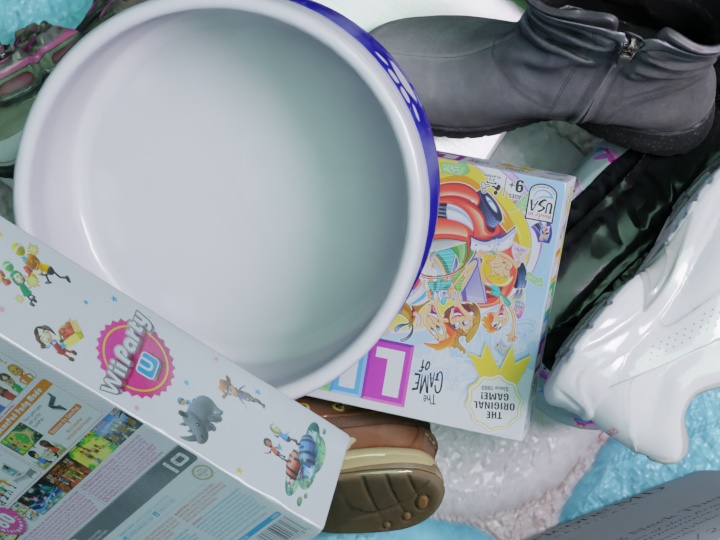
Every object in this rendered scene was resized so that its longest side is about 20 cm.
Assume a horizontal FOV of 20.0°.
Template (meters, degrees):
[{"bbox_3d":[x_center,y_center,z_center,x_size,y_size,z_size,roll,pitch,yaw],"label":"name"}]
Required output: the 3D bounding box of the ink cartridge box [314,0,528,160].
[{"bbox_3d":[0.003,-0.090,1.119,0.145,0.048,0.200,34,88,-9],"label":"ink cartridge box"}]

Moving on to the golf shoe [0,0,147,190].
[{"bbox_3d":[-0.115,-0.109,1.080,0.200,0.073,0.092,-30,107,-9],"label":"golf shoe"}]

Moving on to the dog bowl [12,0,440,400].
[{"bbox_3d":[-0.062,-0.037,0.992,0.199,0.079,0.201,2,101,9],"label":"dog bowl"}]

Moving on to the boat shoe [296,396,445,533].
[{"bbox_3d":[-0.057,0.096,1.077,0.199,0.072,0.068,1,50,-7],"label":"boat shoe"}]

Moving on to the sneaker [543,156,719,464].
[{"bbox_3d":[0.184,0.012,1.015,0.099,0.078,0.200,39,87,3],"label":"sneaker"}]

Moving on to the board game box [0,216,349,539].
[{"bbox_3d":[-0.129,0.078,0.958,0.200,0.148,0.064,32,46,-17],"label":"board game box"}]

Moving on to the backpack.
[{"bbox_3d":[0.165,0.001,1.113,0.200,0.127,0.167,-41,82,-14],"label":"backpack"}]

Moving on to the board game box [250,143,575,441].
[{"bbox_3d":[0.000,0.000,1.048,0.199,0.034,0.135,11,100,11],"label":"board game box"}]

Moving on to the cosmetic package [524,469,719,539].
[{"bbox_3d":[0.178,0.206,1.054,0.167,0.200,0.167,-20,90,-17],"label":"cosmetic package"}]

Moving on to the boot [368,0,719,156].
[{"bbox_3d":[0.086,-0.119,1.023,0.199,0.132,0.070,4,71,9],"label":"boot"}]
